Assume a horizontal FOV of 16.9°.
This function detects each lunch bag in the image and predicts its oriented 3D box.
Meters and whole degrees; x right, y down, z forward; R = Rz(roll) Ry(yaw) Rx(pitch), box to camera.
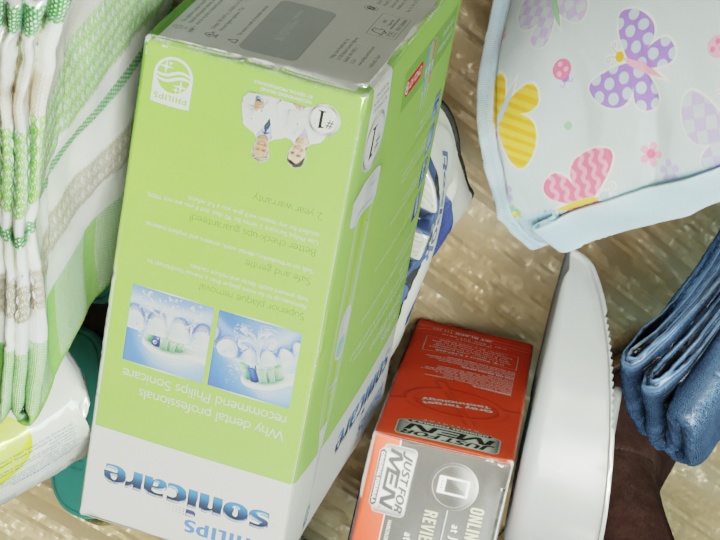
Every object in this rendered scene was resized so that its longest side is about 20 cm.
[{"bbox_3d":[0.148,-0.102,1.027,0.127,0.170,0.200,41,47,-32],"label":"lunch bag"}]

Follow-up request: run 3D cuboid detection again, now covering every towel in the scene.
[{"bbox_3d":[-0.089,-0.059,0.834,0.149,0.031,0.200,-61,165,-45],"label":"towel"},{"bbox_3d":[0.187,-0.008,1.090,0.200,0.049,0.112,-54,164,-10],"label":"towel"}]

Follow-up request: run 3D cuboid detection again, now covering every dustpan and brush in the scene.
[{"bbox_3d":[0.094,0.107,1.064,0.057,0.200,0.140,12,141,3],"label":"dustpan and brush"}]

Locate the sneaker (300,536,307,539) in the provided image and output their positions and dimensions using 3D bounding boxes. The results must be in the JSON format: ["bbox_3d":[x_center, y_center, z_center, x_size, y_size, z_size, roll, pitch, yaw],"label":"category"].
[{"bbox_3d":[-0.087,0.187,1.113,0.200,0.082,0.077,-50,165,14],"label":"sneaker"}]

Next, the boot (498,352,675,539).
[{"bbox_3d":[0.135,0.136,1.149,0.072,0.166,0.200,40,86,-33],"label":"boot"}]

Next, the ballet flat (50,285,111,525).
[{"bbox_3d":[-0.103,0.011,1.041,0.071,0.071,0.200,-9,111,-26],"label":"ballet flat"}]

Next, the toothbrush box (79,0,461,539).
[{"bbox_3d":[-0.032,-0.012,0.919,0.086,0.146,0.200,15,118,11],"label":"toothbrush box"}]

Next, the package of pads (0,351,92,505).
[{"bbox_3d":[-0.208,0.016,0.914,0.154,0.068,0.200,-29,75,-17],"label":"package of pads"}]

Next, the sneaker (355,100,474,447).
[{"bbox_3d":[0.000,-0.001,1.069,0.115,0.081,0.200,-49,167,-55],"label":"sneaker"}]

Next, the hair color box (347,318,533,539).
[{"bbox_3d":[0.034,0.095,1.061,0.061,0.200,0.102,13,102,3],"label":"hair color box"}]
